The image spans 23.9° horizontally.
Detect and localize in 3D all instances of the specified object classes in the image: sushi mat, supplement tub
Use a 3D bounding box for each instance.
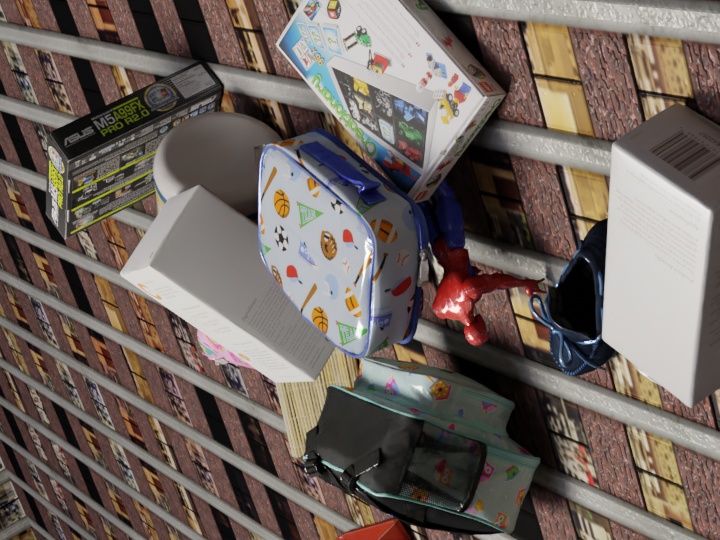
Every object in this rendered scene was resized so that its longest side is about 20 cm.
[{"bbox_3d":[-0.047,0.126,1.898,0.012,0.095,0.201,-101,0,-55],"label":"sushi mat"},{"bbox_3d":[-0.146,-0.054,1.827,0.145,0.144,0.201,45,151,31],"label":"supplement tub"}]

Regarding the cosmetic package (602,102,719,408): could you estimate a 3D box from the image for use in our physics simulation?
[{"bbox_3d":[0.237,-0.008,1.237,0.102,0.074,0.201,41,151,36],"label":"cosmetic package"}]

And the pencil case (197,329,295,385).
[{"bbox_3d":[-0.116,0.084,1.985,0.200,0.087,0.088,12,127,56],"label":"pencil case"}]

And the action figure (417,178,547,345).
[{"bbox_3d":[0.094,-0.027,1.489,0.065,0.099,0.201,-35,60,43],"label":"action figure"}]

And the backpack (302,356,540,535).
[{"bbox_3d":[0.070,0.173,1.630,0.200,0.154,0.176,31,168,-30],"label":"backpack"}]

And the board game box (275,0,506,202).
[{"bbox_3d":[0.022,-0.173,1.452,0.200,0.035,0.126,51,126,20],"label":"board game box"}]

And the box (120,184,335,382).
[{"bbox_3d":[-0.119,0.017,1.672,0.200,0.098,0.124,35,165,-15],"label":"box"}]

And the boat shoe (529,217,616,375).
[{"bbox_3d":[0.176,0.023,1.385,0.084,0.068,0.200,46,152,28],"label":"boat shoe"}]

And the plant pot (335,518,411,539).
[{"bbox_3d":[0.001,0.438,2.033,0.176,0.200,0.200,50,155,-4],"label":"plant pot"}]

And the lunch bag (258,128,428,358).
[{"bbox_3d":[-0.015,-0.028,1.484,0.200,0.075,0.161,40,135,42],"label":"lunch bag"}]

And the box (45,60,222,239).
[{"bbox_3d":[-0.252,-0.133,1.881,0.044,0.199,0.160,52,154,18],"label":"box"}]
